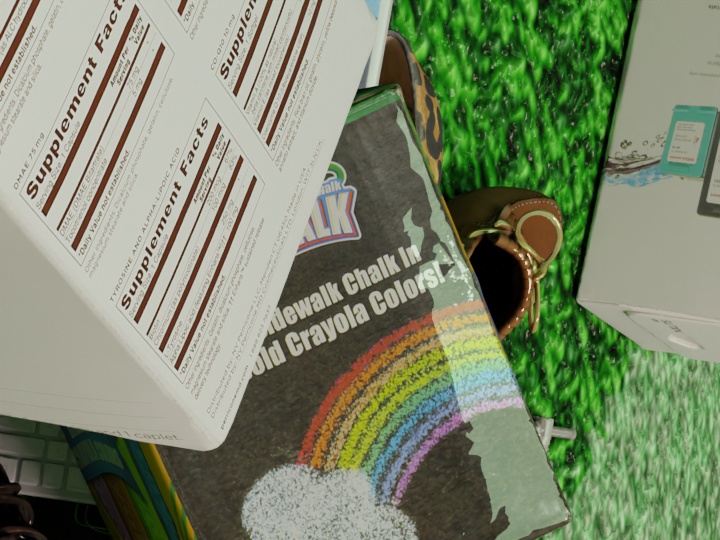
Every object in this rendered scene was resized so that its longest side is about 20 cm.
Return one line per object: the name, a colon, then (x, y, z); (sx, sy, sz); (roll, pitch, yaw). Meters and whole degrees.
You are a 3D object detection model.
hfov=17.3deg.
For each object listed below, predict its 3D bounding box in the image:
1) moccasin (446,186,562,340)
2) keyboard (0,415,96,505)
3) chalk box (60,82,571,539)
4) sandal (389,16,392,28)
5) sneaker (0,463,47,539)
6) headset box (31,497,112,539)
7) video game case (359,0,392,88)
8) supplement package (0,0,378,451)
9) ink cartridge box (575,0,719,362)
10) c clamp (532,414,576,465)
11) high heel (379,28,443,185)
moccasin: (0.058, 0.005, 1.170); (0.201, 0.078, 0.074); (-25, 118, -61)
keyboard: (-0.037, 0.068, 0.872); (0.011, 0.200, 0.056); (109, -11, -63)
chalk box: (-0.039, 0.014, 0.784); (0.125, 0.124, 0.200); (-25, 98, -20)
sandal: (-0.030, -0.104, 1.005); (0.200, 0.048, 0.075); (22, 76, -77)
sneaker: (-0.123, 0.090, 0.784); (0.075, 0.106, 0.200); (9, 88, -65)
headset box: (-0.090, 0.193, 0.900); (0.200, 0.093, 0.174); (-60, 148, -37)
video game case: (-0.057, -0.145, 0.872); (0.182, 0.023, 0.200); (13, 84, -39)
supplement package: (-0.131, -0.070, 0.623); (0.200, 0.191, 0.147); (56, 47, -54)
ink cartridge box: (0.239, -0.049, 1.451); (0.147, 0.146, 0.200); (30, 71, -62)
c clamp: (0.081, 0.174, 1.327); (0.171, 0.027, 0.200); (29, 71, -63)
high heel: (0.000, 0.000, 0.937); (0.200, 0.071, 0.143); (-83, 175, -59)
